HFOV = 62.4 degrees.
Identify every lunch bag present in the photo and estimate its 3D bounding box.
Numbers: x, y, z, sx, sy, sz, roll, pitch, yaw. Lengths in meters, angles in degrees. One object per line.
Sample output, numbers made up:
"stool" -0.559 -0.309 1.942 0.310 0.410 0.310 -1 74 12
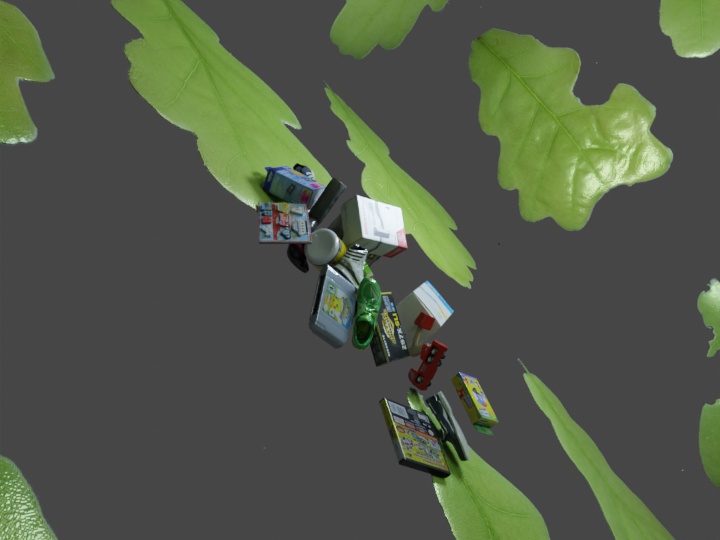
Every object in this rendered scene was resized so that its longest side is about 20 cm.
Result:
"lunch bag" -0.005 -0.102 1.984 0.199 0.164 0.118 40 24 -17

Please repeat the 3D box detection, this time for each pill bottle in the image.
"pill bottle" -0.083 -0.035 1.761 0.110 0.108 0.200 59 5 28

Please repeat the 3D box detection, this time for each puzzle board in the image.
"puzzle board" -0.221 -0.142 1.721 0.147 0.018 0.202 -1 39 -10

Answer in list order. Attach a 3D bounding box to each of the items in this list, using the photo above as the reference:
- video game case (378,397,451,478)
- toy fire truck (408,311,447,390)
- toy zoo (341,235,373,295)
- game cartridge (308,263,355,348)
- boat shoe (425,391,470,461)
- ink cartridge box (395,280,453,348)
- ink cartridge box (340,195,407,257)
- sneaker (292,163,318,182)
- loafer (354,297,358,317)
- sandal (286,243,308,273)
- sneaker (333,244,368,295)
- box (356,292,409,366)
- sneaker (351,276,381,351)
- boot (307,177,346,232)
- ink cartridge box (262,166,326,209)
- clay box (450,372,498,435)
"video game case" 0.142 0.436 1.549 0.199 0.025 0.183 31 27 -40
"toy fire truck" 0.189 0.242 1.789 0.048 0.203 0.140 26 2 -37
"toy zoo" -0.024 -0.019 1.876 0.020 0.132 0.202 -16 57 -23
"game cartridge" -0.070 0.098 1.594 0.133 0.040 0.203 42 44 -37
"boat shoe" 0.246 0.445 1.678 0.203 0.061 0.075 65 10 17
"ink cartridge box" 0.194 0.149 1.967 0.145 0.147 0.200 49 21 6
"ink cartridge box" 0.042 -0.135 1.853 0.197 0.083 0.147 10 63 -40
"sneaker" -0.199 -0.316 2.107 0.084 0.075 0.201 34 16 -34
"loafer" -0.059 0.110 1.693 0.198 0.062 0.074 8 75 -54
"sandal" -0.179 -0.070 1.758 0.075 0.045 0.202 36 25 -32
"sneaker" 0.000 0.000 1.736 0.075 0.116 0.201 29 -13 30
"box" 0.069 0.169 1.749 0.159 0.049 0.204 3 69 -64
"sneaker" 0.020 0.120 1.633 0.072 0.205 0.084 7 -5 -5
"boot" -0.120 -0.191 1.830 0.072 0.200 0.182 42 9 -13
"ink cartridge box" -0.223 -0.274 1.923 0.197 0.078 0.136 25 18 11
"clay box" 0.385 0.443 1.974 0.114 0.048 0.202 25 30 -44
